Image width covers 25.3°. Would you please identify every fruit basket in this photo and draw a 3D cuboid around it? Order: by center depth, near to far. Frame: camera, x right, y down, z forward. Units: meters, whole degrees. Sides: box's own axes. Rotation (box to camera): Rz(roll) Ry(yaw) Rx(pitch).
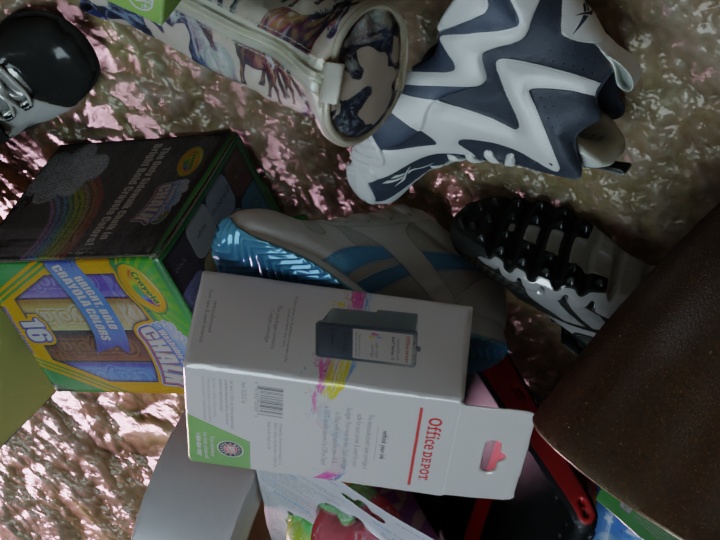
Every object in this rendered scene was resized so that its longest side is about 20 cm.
[{"bbox_3d":[0.011,0.192,1.080,0.184,0.094,0.201,28,146,20],"label":"fruit basket"}]

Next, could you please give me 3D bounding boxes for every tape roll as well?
[{"bbox_3d":[-0.098,0.182,1.169,0.070,0.203,0.204,16,139,13],"label":"tape roll"}]

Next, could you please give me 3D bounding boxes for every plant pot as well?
[{"bbox_3d":[0.218,0.039,0.832,0.186,0.187,0.201,29,98,-1],"label":"plant pot"}]

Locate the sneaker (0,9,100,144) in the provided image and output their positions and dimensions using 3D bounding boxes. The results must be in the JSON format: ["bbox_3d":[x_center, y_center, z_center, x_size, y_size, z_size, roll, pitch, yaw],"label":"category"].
[{"bbox_3d":[-0.251,-0.104,1.042,0.199,0.089,0.074,-16,122,38],"label":"sneaker"}]

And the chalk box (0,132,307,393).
[{"bbox_3d":[-0.123,-0.003,1.045,0.198,0.125,0.124,0,133,31],"label":"chalk box"}]

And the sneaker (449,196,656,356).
[{"bbox_3d":[0.142,0.023,0.967,0.198,0.067,0.091,21,138,6],"label":"sneaker"}]

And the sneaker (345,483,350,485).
[{"bbox_3d":[0.007,0.074,1.090,0.078,0.077,0.201,17,138,15],"label":"sneaker"}]

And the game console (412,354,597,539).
[{"bbox_3d":[0.091,0.148,1.075,0.177,0.031,0.201,57,153,32],"label":"game console"}]

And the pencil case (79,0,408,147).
[{"bbox_3d":[-0.063,-0.137,0.853,0.199,0.089,0.078,30,123,30],"label":"pencil case"}]

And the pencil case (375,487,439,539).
[{"bbox_3d":[0.066,0.221,1.206,0.198,0.086,0.084,18,138,10],"label":"pencil case"}]

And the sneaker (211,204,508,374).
[{"bbox_3d":[0.000,0.000,0.969,0.199,0.081,0.076,20,145,-28],"label":"sneaker"}]

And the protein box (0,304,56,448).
[{"bbox_3d":[-0.343,0.025,1.099,0.200,0.135,0.199,37,166,31],"label":"protein box"}]

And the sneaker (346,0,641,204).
[{"bbox_3d":[0.081,-0.076,0.886,0.129,0.080,0.200,38,130,1],"label":"sneaker"}]

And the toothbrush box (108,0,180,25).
[{"bbox_3d":[-0.088,-0.244,0.754,0.085,0.146,0.201,25,141,4],"label":"toothbrush box"}]

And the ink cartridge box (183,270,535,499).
[{"bbox_3d":[0.001,0.070,0.936,0.198,0.068,0.118,8,146,1],"label":"ink cartridge box"}]

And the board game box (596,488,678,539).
[{"bbox_3d":[0.229,0.175,0.852,0.134,0.029,0.200,24,-171,-31],"label":"board game box"}]

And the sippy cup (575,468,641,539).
[{"bbox_3d":[0.191,0.152,1.038,0.176,0.140,0.131,-1,126,-1],"label":"sippy cup"}]
